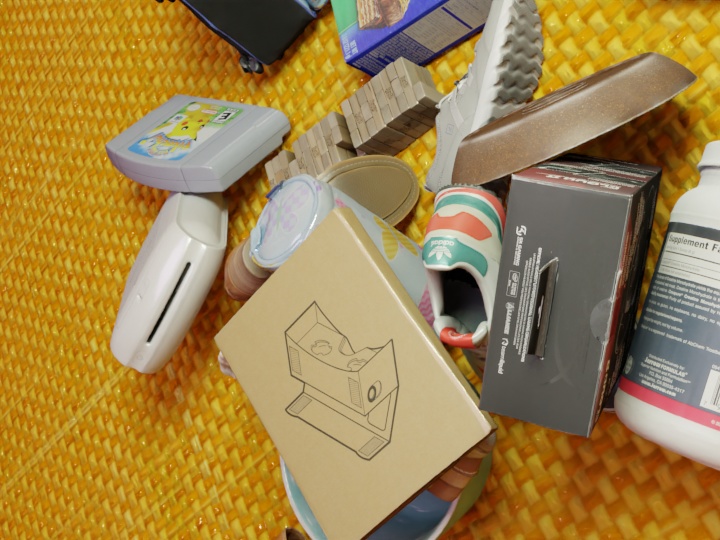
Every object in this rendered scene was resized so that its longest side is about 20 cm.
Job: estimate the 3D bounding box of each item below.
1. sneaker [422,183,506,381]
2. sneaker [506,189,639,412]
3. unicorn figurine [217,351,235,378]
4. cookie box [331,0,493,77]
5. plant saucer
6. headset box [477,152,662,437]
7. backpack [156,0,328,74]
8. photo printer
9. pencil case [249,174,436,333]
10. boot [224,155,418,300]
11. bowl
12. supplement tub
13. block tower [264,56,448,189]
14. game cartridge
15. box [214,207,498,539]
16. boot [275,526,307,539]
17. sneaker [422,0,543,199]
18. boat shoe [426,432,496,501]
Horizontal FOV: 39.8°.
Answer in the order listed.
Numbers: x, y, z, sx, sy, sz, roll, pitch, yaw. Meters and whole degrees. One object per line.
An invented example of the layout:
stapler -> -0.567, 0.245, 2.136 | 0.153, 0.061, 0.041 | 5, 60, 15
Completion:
sneaker -> 0.084, 0.039, 0.742 | 0.069, 0.201, 0.094 | 2, 41, 27
sneaker -> 0.164, 0.018, 0.795 | 0.078, 0.079, 0.202 | -31, 65, 30
unicorn figurine -> -0.078, 0.090, 0.961 | 0.198, 0.138, 0.074 | 14, 63, 26
cookie box -> 0.063, -0.302, 0.934 | 0.199, 0.075, 0.173 | -26, 66, 33
plant saucer -> 0.153, -0.117, 0.753 | 0.199, 0.200, 0.035 | -21, 98, 35
headset box -> 0.141, 0.008, 0.656 | 0.076, 0.200, 0.151 | 12, 105, 21
backpack -> -0.142, -0.338, 1.053 | 0.134, 0.182, 0.201 | -39, 48, 17
photo printer -> -0.197, 0.004, 1.038 | 0.168, 0.069, 0.200 | -60, 16, 15
pencil case -> 0.000, 0.000, 0.851 | 0.091, 0.199, 0.084 | -44, 38, 21
boot -> -0.047, -0.037, 0.963 | 0.074, 0.198, 0.155 | 62, 162, 3
bowl -> 0.036, 0.149, 0.858 | 0.199, 0.104, 0.204 | -8, 77, 39
supplement tub -> 0.263, 0.028, 0.669 | 0.139, 0.140, 0.203 | 20, 95, 39
block tower -> -0.005, -0.129, 0.974 | 0.199, 0.054, 0.058 | -32, 64, 31
game cartridge -> -0.187, -0.140, 1.087 | 0.198, 0.041, 0.133 | 15, 50, 40
box -> -0.012, 0.081, 0.736 | 0.163, 0.021, 0.201 | -45, 66, 26
boot -> -0.071, 0.360, 0.933 | 0.155, 0.073, 0.201 | -49, 58, 17
sneaker -> 0.100, -0.153, 0.877 | 0.081, 0.074, 0.203 | 20, 95, 38
boat shoe -> 0.012, 0.108, 0.772 | 0.199, 0.075, 0.073 | 32, 104, 39
